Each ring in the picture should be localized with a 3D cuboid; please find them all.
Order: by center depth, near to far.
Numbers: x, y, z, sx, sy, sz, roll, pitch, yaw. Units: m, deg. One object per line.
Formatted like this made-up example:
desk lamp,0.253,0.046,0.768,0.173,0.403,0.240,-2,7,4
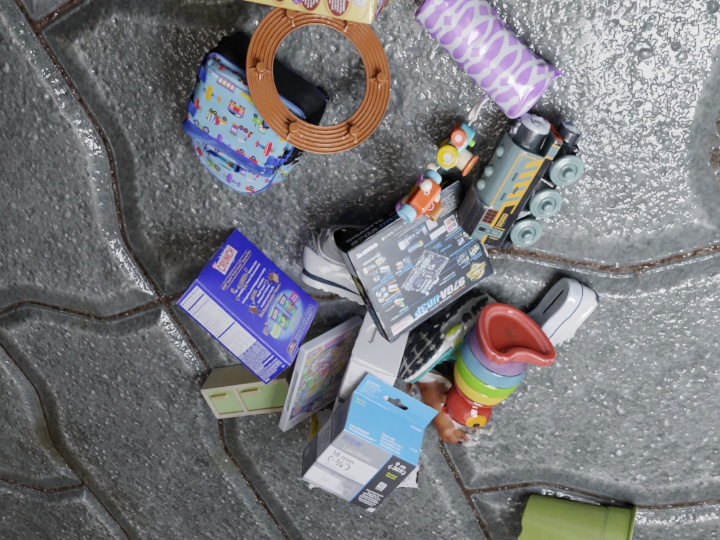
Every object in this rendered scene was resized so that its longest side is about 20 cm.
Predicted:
ring,-0.050,-0.254,0.885,0.200,0.202,0.019,42,165,-12

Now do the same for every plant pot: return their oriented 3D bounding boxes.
plant pot,0.383,0.495,1.236,0.185,0.200,0.205,12,127,26

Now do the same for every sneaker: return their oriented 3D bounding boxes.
sneaker,0.030,-0.024,1.033,0.194,0.077,0.082,8,169,-7
sneaker,0.291,0.095,1.059,0.069,0.074,0.201,19,136,-16
sneaker,0.000,0.000,1.097,0.194,0.077,0.083,15,111,5
sneaker,0.147,0.121,1.101,0.199,0.078,0.080,-39,118,14

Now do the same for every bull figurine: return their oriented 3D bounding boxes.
bull figurine,0.150,0.226,1.187,0.119,0.065,0.203,4,132,43

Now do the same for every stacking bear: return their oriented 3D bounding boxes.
stacking bear,0.190,0.160,1.044,0.118,0.115,0.203,5,130,-21

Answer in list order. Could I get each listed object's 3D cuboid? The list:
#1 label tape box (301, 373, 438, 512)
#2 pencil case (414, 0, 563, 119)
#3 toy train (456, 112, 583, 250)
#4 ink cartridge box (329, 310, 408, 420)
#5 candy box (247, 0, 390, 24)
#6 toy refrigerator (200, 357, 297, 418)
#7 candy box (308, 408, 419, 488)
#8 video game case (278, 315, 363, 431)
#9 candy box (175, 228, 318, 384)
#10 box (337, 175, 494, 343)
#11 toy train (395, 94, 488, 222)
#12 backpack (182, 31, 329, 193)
label tape box,0.014,0.278,1.087,0.142,0.064,0.201,28,119,-16
pencil case,0.155,-0.284,0.853,0.200,0.084,0.086,43,88,-13
toy train,0.213,-0.116,0.922,0.111,0.086,0.203,12,129,-19
ink cartridge box,0.012,0.187,1.164,0.082,0.147,0.203,19,127,2
candy box,-0.063,-0.362,0.848,0.194,0.118,0.058,13,126,10
toy refrigerator,-0.202,0.227,1.309,0.195,0.071,0.077,-11,119,25
candy box,0.005,0.317,1.230,0.193,0.138,0.062,-1,124,0
video game case,-0.069,0.181,1.197,0.018,0.142,0.203,38,131,25
candy box,-0.180,0.055,1.128,0.200,0.170,0.077,45,122,-12
box,0.085,-0.017,0.998,0.197,0.046,0.162,-33,115,-11
toy train,0.112,-0.125,0.893,0.055,0.202,0.150,38,162,-4
backpack,-0.166,-0.200,0.980,0.180,0.136,0.201,34,129,-5
